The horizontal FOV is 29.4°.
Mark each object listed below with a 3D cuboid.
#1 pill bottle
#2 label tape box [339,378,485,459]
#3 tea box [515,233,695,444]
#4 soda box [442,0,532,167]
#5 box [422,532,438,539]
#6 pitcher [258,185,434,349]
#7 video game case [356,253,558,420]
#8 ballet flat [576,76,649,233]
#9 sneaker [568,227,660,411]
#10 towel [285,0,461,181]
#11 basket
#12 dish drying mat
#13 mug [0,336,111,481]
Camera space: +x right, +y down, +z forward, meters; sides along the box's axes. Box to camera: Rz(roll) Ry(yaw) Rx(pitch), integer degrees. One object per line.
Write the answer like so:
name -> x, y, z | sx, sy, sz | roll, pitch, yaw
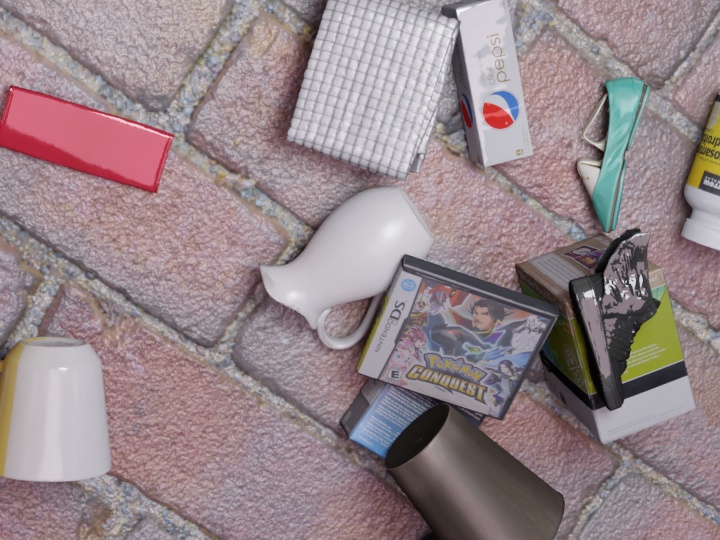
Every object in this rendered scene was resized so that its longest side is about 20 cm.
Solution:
pill bottle -> 0.486, -0.127, 1.777 | 0.111, 0.112, 0.201 | 15, 100, -16
label tape box -> 0.090, 0.161, 1.783 | 0.144, 0.063, 0.200 | 33, 95, -18
tea box -> 0.308, 0.080, 1.742 | 0.133, 0.200, 0.198 | -19, 106, -7
soda box -> 0.157, -0.235, 1.699 | 0.068, 0.064, 0.201 | -15, 106, -9
box -> 0.069, 0.467, 1.812 | 0.200, 0.148, 0.107 | -36, 109, -2
pitcher -> 0.000, 0.000, 1.704 | 0.200, 0.121, 0.172 | -34, 127, 8
video game case -> 0.115, 0.085, 1.678 | 0.199, 0.026, 0.181 | 19, 125, -6
ballet flat -> 0.316, -0.151, 1.765 | 0.070, 0.067, 0.201 | 13, 102, 9
sneaker -> 0.308, 0.059, 1.600 | 0.104, 0.060, 0.201 | -18, 103, -2
towel -> 0.018, -0.222, 1.638 | 0.165, 0.086, 0.201 | 17, 99, 2
basket -> 0.137, 0.274, 1.718 | 0.200, 0.136, 0.181 | 47, 47, -11
dish drying mat -> -0.327, -0.156, 1.629 | 0.199, 0.018, 0.077 | 16, 101, -17
mug -> -0.387, 0.160, 1.634 | 0.186, 0.149, 0.154 | 2, 96, -20
